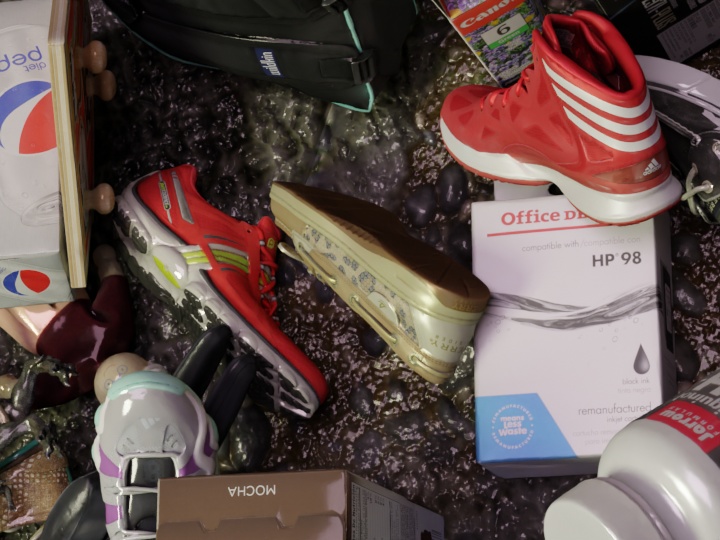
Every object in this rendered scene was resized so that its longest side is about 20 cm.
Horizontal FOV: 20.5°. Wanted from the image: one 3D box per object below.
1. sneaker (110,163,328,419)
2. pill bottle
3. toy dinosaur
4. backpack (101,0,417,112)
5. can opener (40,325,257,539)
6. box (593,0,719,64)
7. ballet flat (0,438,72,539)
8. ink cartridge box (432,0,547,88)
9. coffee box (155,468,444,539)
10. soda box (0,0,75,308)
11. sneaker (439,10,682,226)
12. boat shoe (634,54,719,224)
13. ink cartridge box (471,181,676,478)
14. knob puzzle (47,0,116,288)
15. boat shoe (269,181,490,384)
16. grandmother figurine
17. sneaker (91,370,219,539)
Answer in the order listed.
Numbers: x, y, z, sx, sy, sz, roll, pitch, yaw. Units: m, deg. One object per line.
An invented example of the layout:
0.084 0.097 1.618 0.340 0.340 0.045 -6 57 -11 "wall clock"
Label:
-0.078 0.005 1.268 0.085 0.077 0.200 -34 69 -20 "sneaker"
0.200 0.115 1.084 0.199 0.111 0.111 -28 66 -26 "pill bottle"
-0.226 0.093 1.252 0.087 0.047 0.202 -15 63 20 "toy dinosaur"
-0.072 -0.207 1.266 0.198 0.176 0.154 7 62 20 "backpack"
-0.121 0.120 1.231 0.063 0.078 0.200 46 116 14 "can opener"
0.151 -0.224 1.179 0.086 0.200 0.165 -31 69 10 "box"
-0.268 0.184 1.295 0.199 0.070 0.066 -32 89 13 "ballet flat"
0.062 -0.194 1.201 0.050 0.200 0.110 -28 70 10 "ink cartridge box"
-0.030 0.168 1.145 0.112 0.200 0.081 -4 76 17 "coffee box"
-0.223 -0.079 1.308 0.063 0.068 0.202 -5 60 0 "soda box"
0.112 -0.110 1.179 0.078 0.116 0.199 -29 32 -28 "sneaker"
0.221 -0.061 1.176 0.199 0.071 0.064 30 75 16 "boat shoe"
0.128 0.019 1.200 0.115 0.067 0.202 -5 75 17 "ink cartridge box"
-0.174 -0.117 1.281 0.030 0.220 0.222 -2 75 -3 "knob puzzle"
0.000 0.000 1.223 0.200 0.073 0.063 38 115 50 "boat shoe"
-0.197 0.039 1.309 0.200 0.060 0.122 38 100 25 "grandmother figurine"
-0.115 0.170 1.154 0.077 0.202 0.140 -5 31 -2 "sneaker"
